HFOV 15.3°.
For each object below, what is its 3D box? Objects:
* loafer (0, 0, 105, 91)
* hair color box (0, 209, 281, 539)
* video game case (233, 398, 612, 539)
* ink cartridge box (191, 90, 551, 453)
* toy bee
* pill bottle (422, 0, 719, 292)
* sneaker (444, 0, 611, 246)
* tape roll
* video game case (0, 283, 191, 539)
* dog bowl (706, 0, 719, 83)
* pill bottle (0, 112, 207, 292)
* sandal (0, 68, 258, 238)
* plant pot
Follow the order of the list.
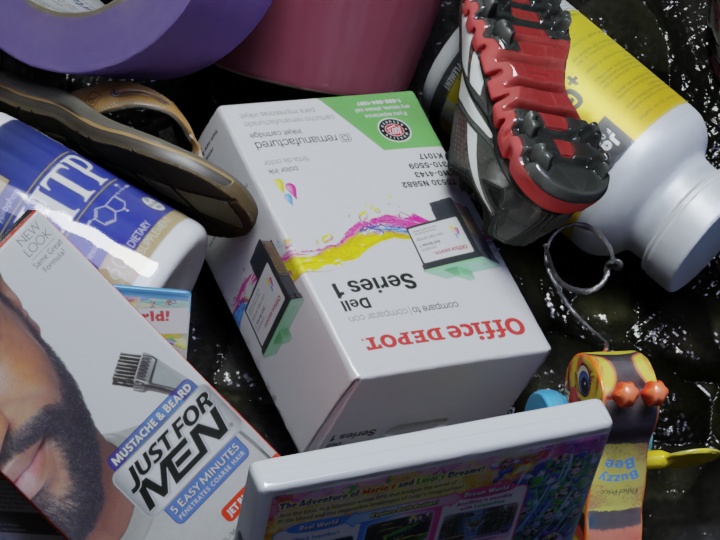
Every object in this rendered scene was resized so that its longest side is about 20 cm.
[{"bbox_3d":[-0.194,-0.178,1.669,0.072,0.073,0.201,23,61,-11],"label":"loafer"},{"bbox_3d":[-0.139,0.077,1.395,0.200,0.064,0.111,45,83,-8],"label":"hair color box"},{"bbox_3d":[0.023,0.149,1.419,0.199,0.183,0.024,-9,48,-21],"label":"video game case"},{"bbox_3d":[0.000,0.000,1.566,0.144,0.084,0.201,-7,57,-34],"label":"ink cartridge box"},{"bbox_3d":[0.129,0.087,1.484,0.130,0.109,0.201,-24,102,-14],"label":"toy bee"},{"bbox_3d":[0.143,-0.081,1.662,0.200,0.112,0.112,41,55,15],"label":"pill bottle"},{"bbox_3d":[0.085,-0.098,1.576,0.070,0.098,0.201,9,49,-27],"label":"sneaker"},{"bbox_3d":[-0.140,-0.211,1.542,0.200,0.200,0.085,50,22,20],"label":"tape roll"},{"bbox_3d":[-0.169,0.105,1.430,0.142,0.018,0.201,5,90,-12],"label":"video game case"},{"bbox_3d":[0.321,-0.158,1.793,0.199,0.074,0.201,8,53,-11],"label":"dog bowl"},{"bbox_3d":[-0.198,-0.020,1.517,0.199,0.120,0.120,29,53,6],"label":"pill bottle"},{"bbox_3d":[-0.135,-0.080,1.547,0.199,0.082,0.055,26,72,36],"label":"sandal"},{"bbox_3d":[-0.018,-0.206,1.641,0.199,0.180,0.200,10,12,-2],"label":"plant pot"}]
